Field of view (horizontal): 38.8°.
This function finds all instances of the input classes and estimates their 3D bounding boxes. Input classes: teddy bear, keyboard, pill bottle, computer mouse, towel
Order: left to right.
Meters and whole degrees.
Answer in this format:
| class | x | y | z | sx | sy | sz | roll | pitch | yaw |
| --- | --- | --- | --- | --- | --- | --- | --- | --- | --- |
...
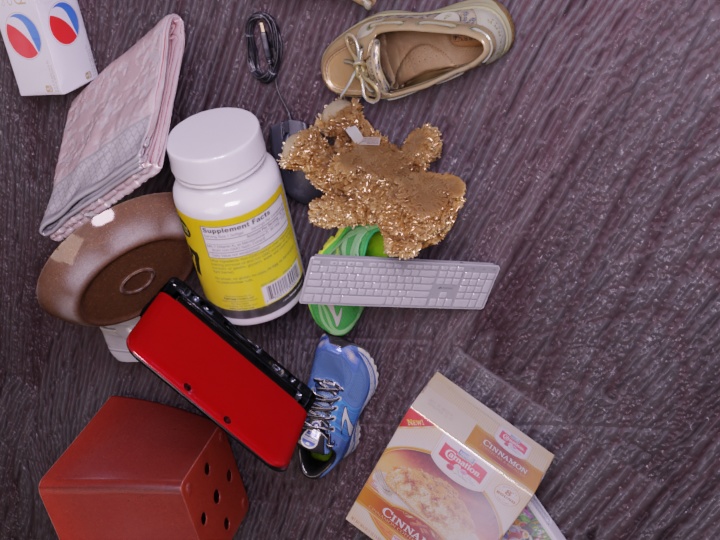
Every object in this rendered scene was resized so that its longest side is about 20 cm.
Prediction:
| class | x | y | z | sx | sy | sz | roll | pitch | yaw |
| --- | --- | --- | --- | --- | --- | --- | --- | --- | --- |
| towel | -0.258 | -0.146 | 1.056 | 0.032 | 0.194 | 0.198 | 29 | 140 | -36 |
| pill bottle | -0.127 | -0.054 | 1.042 | 0.112 | 0.115 | 0.203 | 10 | 132 | 25 |
| computer mouse | -0.078 | -0.157 | 1.026 | 0.058 | 0.034 | 0.203 | -5 | 114 | 34 |
| teddy bear | 0.011 | -0.086 | 0.954 | 0.197 | 0.146 | 0.067 | 23 | 148 | 21 |
| keyboard | 0.039 | 0.013 | 0.989 | 0.196 | 0.011 | 0.057 | 3 | 123 | -20 |

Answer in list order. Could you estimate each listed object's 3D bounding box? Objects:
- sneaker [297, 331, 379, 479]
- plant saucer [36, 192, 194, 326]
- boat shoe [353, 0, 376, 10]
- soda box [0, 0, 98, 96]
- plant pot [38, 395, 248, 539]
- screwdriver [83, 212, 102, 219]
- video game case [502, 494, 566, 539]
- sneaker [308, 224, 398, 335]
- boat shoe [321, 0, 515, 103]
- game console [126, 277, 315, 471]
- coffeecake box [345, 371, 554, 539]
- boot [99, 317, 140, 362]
| class | x | y | z | sx | sy | sz | roll | pitch | yaw |
| --- | --- | --- | --- | --- | --- | --- | --- | --- | --- |
| sneaker | -0.034 | 0.159 | 1.143 | 0.077 | 0.089 | 0.203 | 20 | 129 | 17 |
| plant saucer | -0.243 | 0.000 | 1.083 | 0.037 | 0.198 | 0.201 | 54 | 133 | 22 |
| boat shoe | -0.006 | -0.265 | 0.902 | 0.197 | 0.072 | 0.077 | -1 | 128 | 31 |
| soda box | -0.349 | -0.292 | 1.090 | 0.067 | 0.064 | 0.203 | 4 | 119 | 29 |
| plant pot | -0.256 | 0.292 | 1.304 | 0.173 | 0.200 | 0.203 | -5 | 115 | 20 |
| screwdriver | -0.226 | -0.054 | 1.083 | 0.027 | 0.199 | 0.030 | 16 | 89 | 24 |
| video game case | 0.134 | 0.266 | 1.157 | 0.142 | 0.018 | 0.201 | -29 | 99 | 39 |
| sneaker | 0.000 | 0.000 | 1.030 | 0.073 | 0.084 | 0.202 | 5 | 133 | -24 |
| boat shoe | 0.039 | -0.195 | 0.915 | 0.197 | 0.063 | 0.074 | -10 | 112 | 35 |
| game console | -0.157 | 0.119 | 1.054 | 0.199 | 0.119 | 0.172 | 41 | 147 | -10 |
| coffeecake box | 0.092 | 0.235 | 1.104 | 0.152 | 0.073 | 0.202 | 34 | 128 | 11 |
| boot | -0.248 | 0.056 | 1.225 | 0.197 | 0.074 | 0.097 | -6 | 121 | 34 |
